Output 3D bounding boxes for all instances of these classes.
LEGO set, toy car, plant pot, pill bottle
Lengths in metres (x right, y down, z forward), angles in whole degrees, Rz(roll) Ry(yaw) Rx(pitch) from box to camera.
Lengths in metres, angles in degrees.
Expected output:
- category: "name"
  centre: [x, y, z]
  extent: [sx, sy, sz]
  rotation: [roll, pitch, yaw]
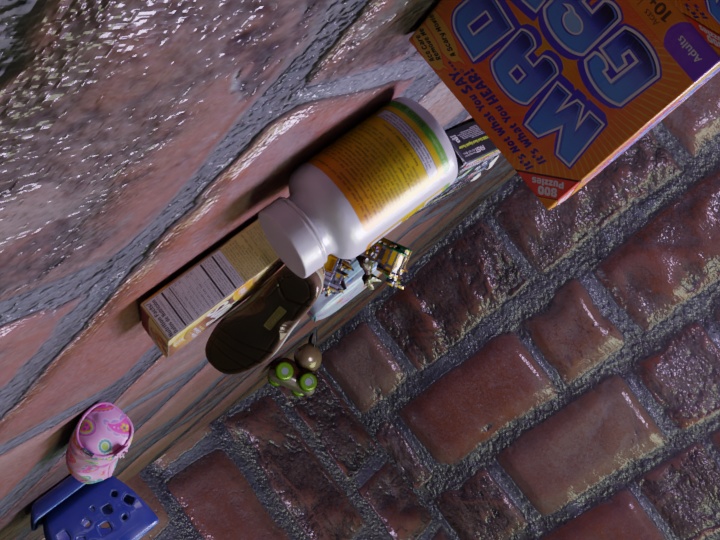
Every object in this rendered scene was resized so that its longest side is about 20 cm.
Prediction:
- category: "LEGO set"
  centre: [0.000, 0.000, 1.515]
  extent: [0.200, 0.153, 0.117]
  rotation: [-95, -151, -83]
- category: "toy car"
  centre: [-0.184, 0.272, 2.969]
  extent: [0.202, 0.157, 0.164]
  rotation: [-67, -171, -18]
- category: "plant pot"
  centre: [-0.534, 0.493, 1.882]
  extent: [0.199, 0.180, 0.200]
  rotation: [-37, 175, -27]
- category: "pill bottle"
  centre: [-0.005, -0.083, 1.002]
  extent: [0.199, 0.111, 0.111]
  rotation: [-37, 175, -17]

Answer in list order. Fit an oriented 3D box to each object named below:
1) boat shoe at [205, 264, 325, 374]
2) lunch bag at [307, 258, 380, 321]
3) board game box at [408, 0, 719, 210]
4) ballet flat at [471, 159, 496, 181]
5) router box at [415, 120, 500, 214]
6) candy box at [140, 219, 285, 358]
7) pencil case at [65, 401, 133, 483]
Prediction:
- category: "boat shoe"
  centre: [-0.103, 0.048, 1.112]
  extent: [0.200, 0.072, 0.076]
  rotation: [-39, -166, 32]
- category: "lunch bag"
  centre: [-0.031, 0.010, 1.836]
  extent: [0.199, 0.077, 0.160]
  rotation: [-39, 174, -7]
- category: "board game box"
  centre: [0.210, -0.216, 0.852]
  extent: [0.199, 0.200, 0.200]
  rotation: [-33, 172, -48]
- category: "ballet flat"
  centre: [0.197, -0.197, 1.704]
  extent: [0.074, 0.074, 0.200]
  rotation: [-35, 174, -35]
- category: "router box"
  centre: [0.148, -0.173, 1.566]
  extent: [0.150, 0.062, 0.200]
  rotation: [-42, 173, 36]
- category: "candy box"
  centre: [-0.153, 0.011, 1.081]
  extent: [0.200, 0.055, 0.115]
  rotation: [-39, 176, -18]
- category: "pencil case"
  centre: [-0.389, 0.261, 1.425]
  extent: [0.087, 0.088, 0.200]
  rotation: [-36, 175, -31]
